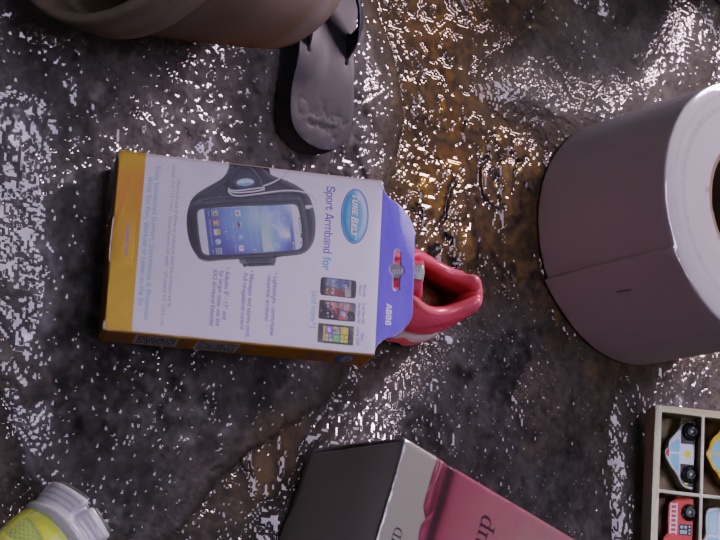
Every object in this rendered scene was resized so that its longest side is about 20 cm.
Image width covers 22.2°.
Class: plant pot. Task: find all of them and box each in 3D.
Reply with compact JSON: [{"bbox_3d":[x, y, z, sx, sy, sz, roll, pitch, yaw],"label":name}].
[{"bbox_3d":[-0.097,-0.227,1.177,0.173,0.199,0.201,20,67,-51],"label":"plant pot"}]

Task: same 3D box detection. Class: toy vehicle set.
[{"bbox_3d":[0.283,0.211,1.433,0.124,0.027,0.201,6,75,-7],"label":"toy vehicle set"}]

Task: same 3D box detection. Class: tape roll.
[{"bbox_3d":[0.257,-0.034,1.432,0.202,0.139,0.204,10,74,-37],"label":"tape roll"}]

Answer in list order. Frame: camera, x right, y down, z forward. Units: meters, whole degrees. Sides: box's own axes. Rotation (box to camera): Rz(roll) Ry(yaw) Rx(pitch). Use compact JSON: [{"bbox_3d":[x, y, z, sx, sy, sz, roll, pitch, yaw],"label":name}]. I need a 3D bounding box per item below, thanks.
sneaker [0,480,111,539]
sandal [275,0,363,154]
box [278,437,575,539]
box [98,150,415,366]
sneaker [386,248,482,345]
[{"bbox_3d":[-0.166,0.231,1.086,0.090,0.078,0.201,-30,94,-30],"label":"sneaker"},{"bbox_3d":[-0.024,-0.183,1.302,0.076,0.043,0.201,3,78,-38],"label":"sandal"},{"bbox_3d":[0.051,0.214,1.232,0.200,0.109,0.128,33,62,-29],"label":"box"},{"bbox_3d":[-0.065,-0.006,1.184,0.199,0.041,0.120,7,75,-13],"label":"box"},{"bbox_3d":[0.000,0.000,1.253,0.199,0.087,0.074,12,73,-36],"label":"sneaker"}]
